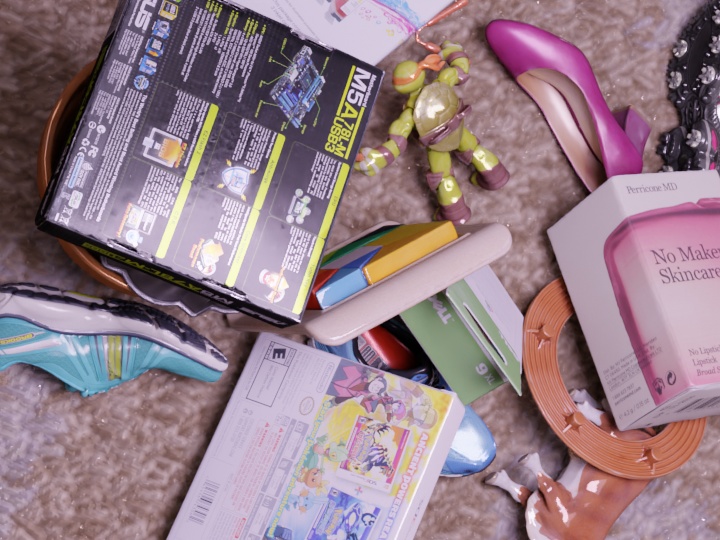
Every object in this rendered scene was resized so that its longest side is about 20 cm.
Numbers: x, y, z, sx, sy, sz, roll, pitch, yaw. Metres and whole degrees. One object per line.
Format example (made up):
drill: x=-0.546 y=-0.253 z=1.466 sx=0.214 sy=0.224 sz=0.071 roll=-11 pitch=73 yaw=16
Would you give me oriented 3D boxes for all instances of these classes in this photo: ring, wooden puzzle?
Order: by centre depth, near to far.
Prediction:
wooden puzzle: x=0.000 y=0.000 z=1.307 sx=0.185 sy=0.200 sz=0.037 roll=-28 pitch=105 yaw=-22
ring: x=0.231 y=0.089 z=1.444 sx=0.200 sy=0.019 sz=0.201 roll=15 pitch=56 yaw=-24

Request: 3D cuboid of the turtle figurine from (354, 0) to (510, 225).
turtle figurine: x=0.072 y=-0.130 z=1.399 sx=0.200 sy=0.064 sz=0.161 roll=-53 pitch=126 yaw=-30

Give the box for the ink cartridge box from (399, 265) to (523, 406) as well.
ink cartridge box: x=0.082 y=0.043 z=1.333 sx=0.059 sy=0.200 sz=0.104 roll=-32 pitch=101 yaw=14

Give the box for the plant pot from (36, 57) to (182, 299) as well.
plant pot: x=-0.164 y=-0.071 z=1.284 sx=0.200 sy=0.140 sz=0.200 roll=2 pitch=83 yaw=-20

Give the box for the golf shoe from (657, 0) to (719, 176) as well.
golf shoe: x=0.338 y=-0.158 z=1.532 sx=0.088 sy=0.077 sz=0.200 roll=13 pitch=87 yaw=-30

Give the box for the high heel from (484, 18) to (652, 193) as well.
high heel: x=0.181 y=-0.142 z=1.462 sx=0.200 sy=0.067 sz=0.096 roll=33 pitch=63 yaw=-18

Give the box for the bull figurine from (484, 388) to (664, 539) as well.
bull figurine: x=0.188 y=0.195 z=1.423 sx=0.121 sy=0.065 sz=0.200 roll=50 pitch=60 yaw=-6

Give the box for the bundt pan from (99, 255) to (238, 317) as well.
bundt pan: x=-0.105 y=-0.069 z=1.192 sx=0.202 sy=0.076 sz=0.202 roll=3 pitch=83 yaw=-20

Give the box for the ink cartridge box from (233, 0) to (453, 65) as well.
ink cartridge box: x=-0.006 y=-0.246 z=1.318 sx=0.200 sy=0.145 sz=0.145 roll=-37 pitch=98 yaw=13

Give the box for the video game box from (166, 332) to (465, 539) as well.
video game box: x=-0.036 y=0.166 z=1.300 sx=0.182 sy=0.047 sz=0.200 roll=17 pitch=75 yaw=25

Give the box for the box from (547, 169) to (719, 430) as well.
box: x=0.270 y=0.024 z=1.419 sx=0.128 sy=0.109 sz=0.200 roll=-6 pitch=68 yaw=-31

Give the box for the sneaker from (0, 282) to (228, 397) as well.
sneaker: x=-0.206 y=0.063 z=1.300 sx=0.200 sy=0.078 sz=0.080 roll=12 pitch=99 yaw=-15

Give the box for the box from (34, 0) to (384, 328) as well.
box: x=-0.101 y=-0.086 z=1.130 sx=0.193 sy=0.048 sz=0.200 roll=23 pitch=75 yaw=-20

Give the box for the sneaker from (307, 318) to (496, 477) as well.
sneaker: x=0.040 y=0.102 z=1.368 sx=0.200 sy=0.090 sz=0.078 roll=43 pitch=71 yaw=-12
